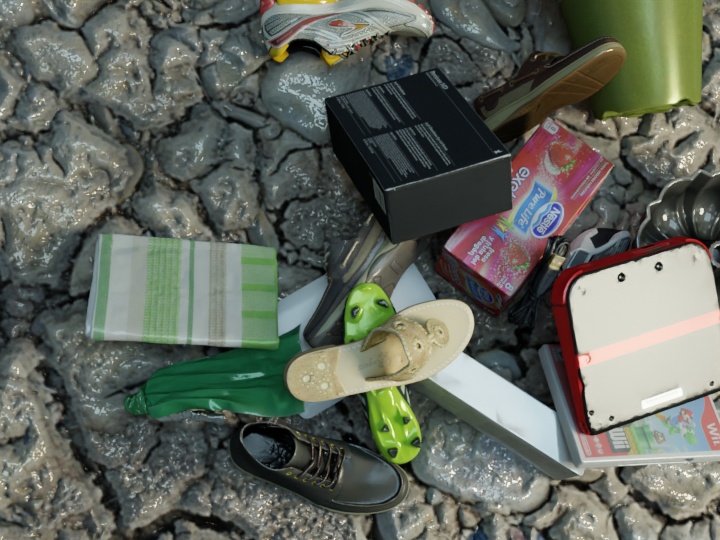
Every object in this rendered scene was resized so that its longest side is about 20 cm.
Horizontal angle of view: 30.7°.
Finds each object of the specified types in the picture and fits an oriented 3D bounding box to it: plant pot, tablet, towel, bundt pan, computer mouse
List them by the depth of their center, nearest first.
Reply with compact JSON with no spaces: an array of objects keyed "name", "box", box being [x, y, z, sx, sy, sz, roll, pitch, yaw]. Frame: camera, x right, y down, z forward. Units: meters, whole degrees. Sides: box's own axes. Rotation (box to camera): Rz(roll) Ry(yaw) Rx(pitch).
[{"name":"towel","box":[-0.188,0.026,1.402,0.200,0.031,0.149,5,46,-9]},{"name":"computer mouse","box":[0.234,-0.006,1.450,0.044,0.110,0.200,33,30,26]},{"name":"tablet","box":[-0.011,0.062,1.459,0.200,0.014,0.130,-30,84,-13]},{"name":"plant pot","box":[0.317,-0.274,1.500,0.200,0.200,0.190,-10,92,-10]},{"name":"bundt pan","box":[0.399,-0.011,1.501,0.202,0.076,0.202,2,78,-9]}]

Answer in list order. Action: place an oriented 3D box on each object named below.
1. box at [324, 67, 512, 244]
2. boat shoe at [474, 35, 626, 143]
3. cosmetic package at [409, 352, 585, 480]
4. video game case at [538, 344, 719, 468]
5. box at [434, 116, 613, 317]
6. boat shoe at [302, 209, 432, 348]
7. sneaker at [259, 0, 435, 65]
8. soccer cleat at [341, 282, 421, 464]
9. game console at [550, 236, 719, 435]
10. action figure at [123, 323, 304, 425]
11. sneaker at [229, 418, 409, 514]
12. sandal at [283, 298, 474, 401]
[{"name":"box","box":[0.061,-0.128,1.420,0.141,0.079,0.200,-18,40,-9]},{"name":"boat shoe","box":[0.205,-0.216,1.471,0.072,0.200,0.072,2,64,-43]},{"name":"cosmetic package","box":[0.156,0.154,1.429,0.200,0.083,0.051,33,76,-1]},{"name":"video game case","box":[0.301,0.145,1.434,0.200,0.017,0.143,1,56,-25]},{"name":"box","box":[0.181,-0.058,1.463,0.095,0.100,0.200,38,75,7]},{"name":"boat shoe","box":[0.000,0.000,1.439,0.073,0.075,0.200,35,82,29]},{"name":"sneaker","box":[-0.015,-0.272,1.501,0.200,0.078,0.082,-1,83,1]},{"name":"soccer cleat","box":[0.017,0.109,1.401,0.067,0.081,0.200,-15,98,-13]},{"name":"game console","box":[0.301,0.066,1.396,0.200,0.031,0.177,-15,99,-22]},{"name":"action figure","box":[-0.155,0.125,1.391,0.200,0.055,0.118,-9,43,6]},{"name":"sneaker","box":[-0.040,0.209,1.376,0.200,0.106,0.075,15,77,-5]},{"name":"sandal","box":[0.030,0.088,1.324,0.212,0.070,0.078,-18,97,-13]}]
